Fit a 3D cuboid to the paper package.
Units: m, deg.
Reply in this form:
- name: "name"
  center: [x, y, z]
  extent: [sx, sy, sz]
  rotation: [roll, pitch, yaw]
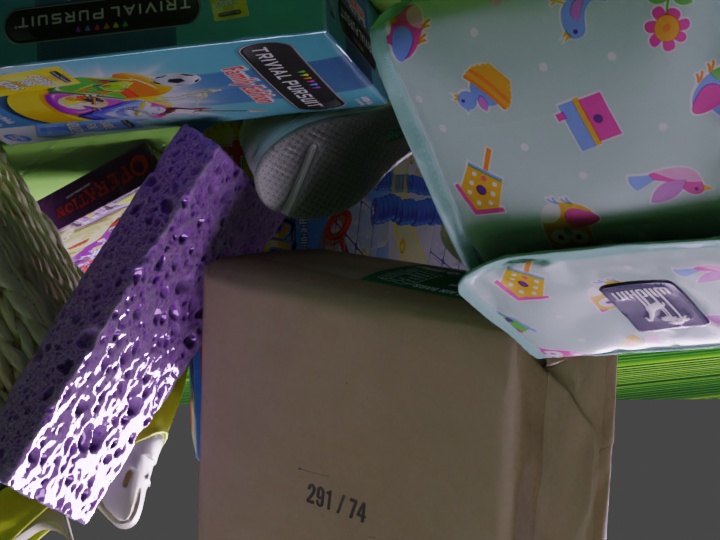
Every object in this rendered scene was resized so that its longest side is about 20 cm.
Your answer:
- name: "paper package"
  center: [0.019, 0.092, 1.174]
  extent: [0.200, 0.191, 0.103]
  rotation: [11, -164, 35]

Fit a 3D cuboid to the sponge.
- name: "sponge"
  center: [-0.116, 0.029, 1.174]
  extent: [0.030, 0.200, 0.112]
  rotation: [30, 172, 22]

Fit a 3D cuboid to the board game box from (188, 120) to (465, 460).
- name: "board game box"
  center: [0.000, 0.000, 1.285]
  extent: [0.195, 0.201, 0.056]
  rotation: [-3, -168, -7]

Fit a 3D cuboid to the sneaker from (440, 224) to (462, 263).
- name: "sneaker"
  center: [0.097, -0.061, 1.100]
  extent: [0.088, 0.081, 0.200]
  rotation: [-35, 156, -37]

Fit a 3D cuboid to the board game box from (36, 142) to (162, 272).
- name: "board game box"
  center: [-0.198, -0.015, 1.459]
  extent: [0.200, 0.032, 0.120]
  rotation: [-28, 171, 9]

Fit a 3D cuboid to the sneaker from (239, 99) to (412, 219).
- name: "sneaker"
  center: [0.030, -0.091, 1.196]
  extent: [0.200, 0.071, 0.080]
  rotation: [-15, -147, -11]

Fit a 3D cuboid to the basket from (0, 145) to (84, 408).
- name: "basket"
  center: [-0.241, 0.033, 1.282]
  extent: [0.161, 0.200, 0.198]
  rotation: [-34, 168, 3]

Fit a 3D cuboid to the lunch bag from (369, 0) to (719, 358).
- name: "lunch bag"
  center: [0.120, -0.050, 0.983]
  extent: [0.170, 0.200, 0.122]
  rotation: [-7, -155, 29]

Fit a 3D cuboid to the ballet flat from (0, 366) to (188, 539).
- name: "ballet flat"
  center: [-0.160, 0.125, 1.246]
  extent: [0.200, 0.067, 0.067]
  rotation: [-36, 165, -14]

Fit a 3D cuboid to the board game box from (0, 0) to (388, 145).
- name: "board game box"
  center: [-0.099, -0.105, 1.085]
  extent: [0.199, 0.047, 0.151]
  rotation: [-5, 171, 11]
